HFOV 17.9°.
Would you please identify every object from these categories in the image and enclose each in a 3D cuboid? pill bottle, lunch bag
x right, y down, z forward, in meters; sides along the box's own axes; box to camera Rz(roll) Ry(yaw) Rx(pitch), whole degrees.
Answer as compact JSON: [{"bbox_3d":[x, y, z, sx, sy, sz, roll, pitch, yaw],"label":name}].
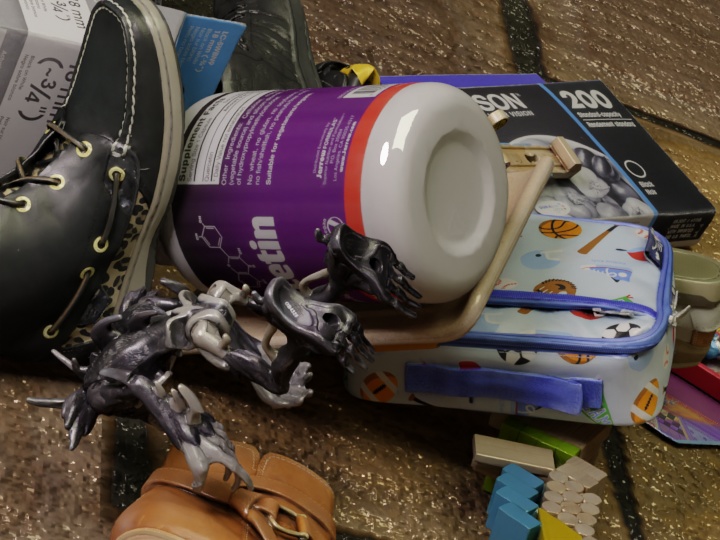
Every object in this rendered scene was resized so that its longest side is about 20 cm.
[{"bbox_3d":[-0.029,-0.040,1.204,0.200,0.113,0.112,0,12,37],"label":"pill bottle"},{"bbox_3d":[0.091,0.026,1.326,0.199,0.076,0.160,4,27,11],"label":"lunch bag"}]

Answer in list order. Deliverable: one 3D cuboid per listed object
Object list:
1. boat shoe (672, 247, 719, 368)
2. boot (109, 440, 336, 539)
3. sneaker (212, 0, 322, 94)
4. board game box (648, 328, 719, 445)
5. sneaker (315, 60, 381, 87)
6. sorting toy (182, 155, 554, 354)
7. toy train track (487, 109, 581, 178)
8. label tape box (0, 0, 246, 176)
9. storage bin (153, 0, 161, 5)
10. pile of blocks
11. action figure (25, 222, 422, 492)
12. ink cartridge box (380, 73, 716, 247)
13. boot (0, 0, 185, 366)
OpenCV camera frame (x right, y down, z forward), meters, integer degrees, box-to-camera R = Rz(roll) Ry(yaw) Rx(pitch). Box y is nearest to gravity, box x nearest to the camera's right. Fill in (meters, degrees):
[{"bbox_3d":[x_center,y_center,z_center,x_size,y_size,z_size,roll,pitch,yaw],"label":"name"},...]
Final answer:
[{"bbox_3d":[0.127,0.014,1.439,0.199,0.069,0.075,13,23,14],"label":"boat shoe"},{"bbox_3d":[-0.026,0.159,1.116,0.200,0.074,0.155,29,27,-7],"label":"boot"},{"bbox_3d":[-0.077,-0.122,1.402,0.104,0.060,0.200,12,46,-42],"label":"sneaker"},{"bbox_3d":[0.229,0.046,1.509,0.199,0.039,0.158,5,40,-35],"label":"board game box"},{"bbox_3d":[-0.022,-0.110,1.473,0.070,0.090,0.200,-8,49,-46],"label":"sneaker"},{"bbox_3d":[0.000,0.000,1.282,0.199,0.037,0.185,-8,26,23],"label":"sorting toy"},{"bbox_3d":[0.098,-0.077,1.459,0.115,0.033,0.200,57,25,15],"label":"toy train track"},{"bbox_3d":[-0.168,-0.081,1.259,0.199,0.144,0.063,9,35,-30],"label":"label tape box"},{"bbox_3d":[-0.184,-0.180,1.370,0.093,0.136,0.200,-12,36,7],"label":"storage bin"},{"bbox_3d":[0.094,0.138,1.260,0.082,0.062,0.200,13,26,-3],"label":"pile of blocks"},{"bbox_3d":[-0.069,0.050,1.119,0.102,0.200,0.119,53,40,-20],"label":"action figure"},{"bbox_3d":[0.125,-0.089,1.612,0.198,0.043,0.200,-7,46,-44],"label":"ink cartridge box"},{"bbox_3d":[-0.176,-0.041,1.158,0.153,0.204,0.073,-2,22,-35],"label":"boot"}]
